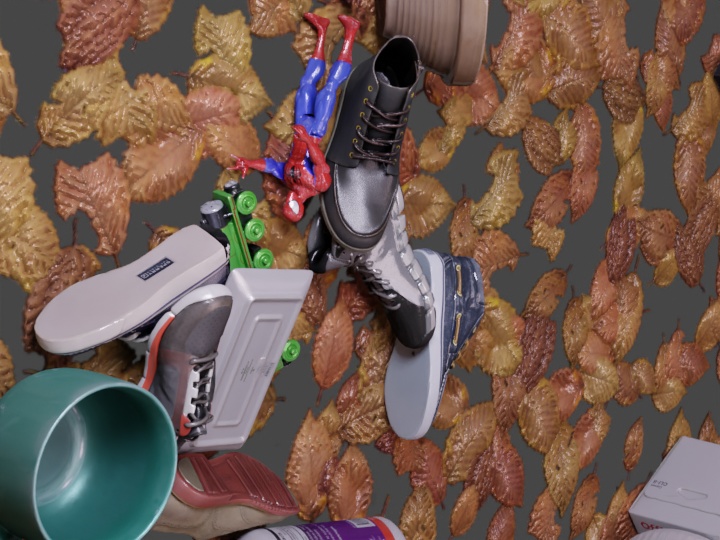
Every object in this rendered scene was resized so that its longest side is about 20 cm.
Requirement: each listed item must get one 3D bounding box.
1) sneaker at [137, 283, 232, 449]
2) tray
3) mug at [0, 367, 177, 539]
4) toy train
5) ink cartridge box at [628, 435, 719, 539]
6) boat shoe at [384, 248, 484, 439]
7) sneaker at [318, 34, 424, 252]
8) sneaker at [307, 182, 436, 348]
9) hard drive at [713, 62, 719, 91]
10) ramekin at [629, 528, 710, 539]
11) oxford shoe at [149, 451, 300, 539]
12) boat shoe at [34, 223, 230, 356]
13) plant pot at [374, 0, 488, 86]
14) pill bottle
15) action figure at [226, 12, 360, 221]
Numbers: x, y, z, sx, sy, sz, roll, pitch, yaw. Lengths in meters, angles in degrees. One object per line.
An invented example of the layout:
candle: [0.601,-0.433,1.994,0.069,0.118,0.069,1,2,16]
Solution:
sneaker: [-0.150,0.105,1.543,0.077,0.082,0.201,-6,131,-50]
tray: [-0.110,0.090,1.626,0.107,0.022,0.201,0,119,-48]
mug: [-0.259,0.167,1.470,0.185,0.114,0.153,-35,122,-36]
toy train: [-0.108,0.011,1.656,0.056,0.042,0.201,-30,119,-27]
ink cartridge box: [0.463,0.341,2.241,0.145,0.145,0.201,-49,129,-29]
boat shoe: [0.085,0.079,1.845,0.091,0.071,0.202,5,92,-43]
sneaker: [0.010,-0.124,1.675,0.074,0.106,0.201,9,72,-14]
sneaker: [0.000,0.000,1.752,0.115,0.075,0.201,-26,106,-35]
hard drive: [0.539,-0.276,2.284,0.200,0.038,0.140,-55,132,-23]
ramekin: [0.392,0.405,2.151,0.094,0.201,0.203,-58,134,-38]
oxford shoe: [-0.135,0.220,1.662,0.075,0.071,0.200,-47,146,16]
boat shoe: [-0.194,0.044,1.550,0.199,0.075,0.093,-29,135,-28]
plant pot: [0.064,-0.282,1.712,0.092,0.201,0.202,-1,101,-6]
pill bottle: [-0.053,0.304,1.696,0.199,0.112,0.113,-2,99,-30]
action figure: [-0.062,-0.149,1.656,0.099,0.065,0.201,10,89,-53]
